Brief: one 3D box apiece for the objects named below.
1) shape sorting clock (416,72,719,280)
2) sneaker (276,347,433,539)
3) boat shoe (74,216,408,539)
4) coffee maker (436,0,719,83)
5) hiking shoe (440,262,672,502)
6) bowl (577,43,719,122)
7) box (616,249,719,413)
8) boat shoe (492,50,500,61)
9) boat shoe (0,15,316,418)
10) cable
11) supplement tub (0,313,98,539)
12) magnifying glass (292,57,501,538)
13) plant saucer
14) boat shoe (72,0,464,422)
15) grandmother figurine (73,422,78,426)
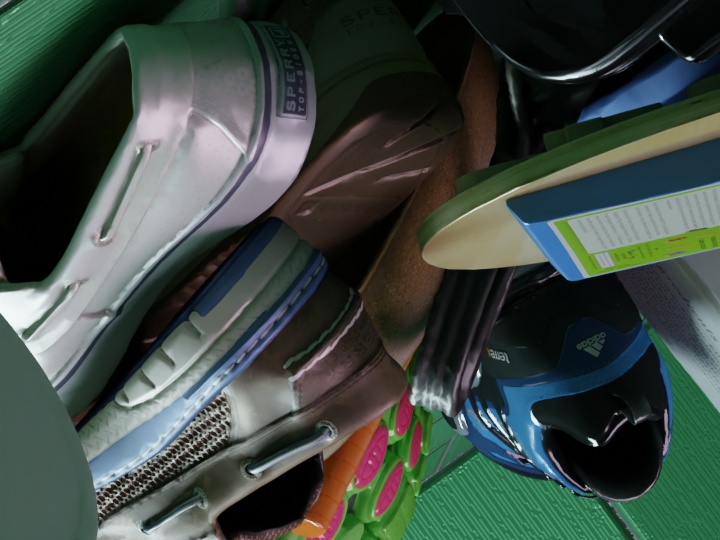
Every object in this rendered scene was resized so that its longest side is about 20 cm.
[{"bbox_3d":[0.112,-0.036,0.853,0.199,0.039,0.200,-11,171,-2],"label":"shape sorting clock"},{"bbox_3d":[-0.015,0.044,1.153,0.200,0.084,0.077,-77,162,-44],"label":"sneaker"},{"bbox_3d":[-0.051,0.061,0.915,0.072,0.072,0.200,-49,-178,-34],"label":"boat shoe"},{"bbox_3d":[0.125,-0.153,0.784,0.200,0.135,0.192,-30,151,-46],"label":"coffee maker"},{"bbox_3d":[0.073,0.053,1.073,0.074,0.087,0.200,-26,160,-2],"label":"hiking shoe"},{"bbox_3d":[0.146,-0.095,1.001,0.200,0.039,0.201,-39,-175,4],"label":"bowl"},{"bbox_3d":[0.219,-0.005,1.053,0.199,0.200,0.131,-39,-174,-6],"label":"box"},{"bbox_3d":[0.115,-0.106,1.141,0.074,0.066,0.199,-26,167,-48],"label":"boat shoe"},{"bbox_3d":[-0.093,-0.011,0.866,0.070,0.071,0.200,6,151,-35],"label":"boat shoe"},{"bbox_3d":[0.047,-0.056,0.949,0.097,0.050,0.200,-65,177,-71],"label":"cable"},{"bbox_3d":[-0.177,0.085,0.733,0.200,0.145,0.144,-39,172,19],"label":"supplement tub"},{"bbox_3d":[0.019,0.006,1.083,0.200,0.022,0.080,-65,-168,-20],"label":"magnifying glass"},{"bbox_3d":[0.000,0.000,1.043,0.200,0.035,0.200,-56,-169,17],"label":"plant saucer"},{"bbox_3d":[-0.046,-0.019,0.964,0.200,0.063,0.073,-40,153,30],"label":"boat shoe"},{"bbox_3d":[-0.072,0.011,1.085,0.200,0.060,0.121,-51,-169,51],"label":"grandmother figurine"}]
